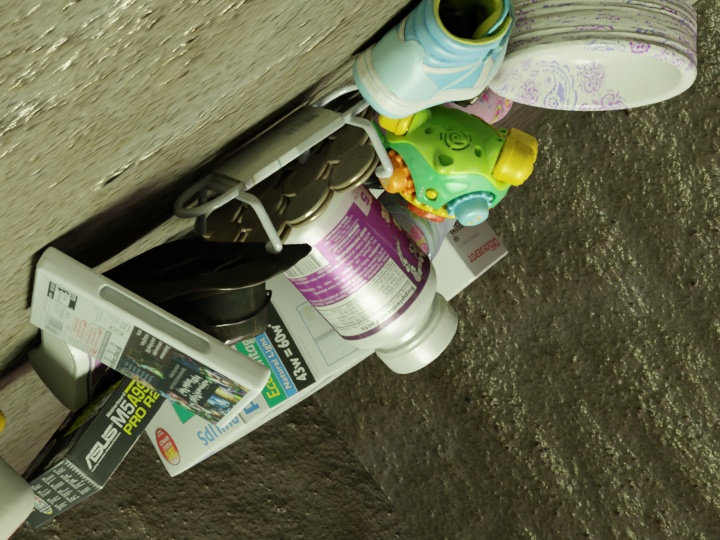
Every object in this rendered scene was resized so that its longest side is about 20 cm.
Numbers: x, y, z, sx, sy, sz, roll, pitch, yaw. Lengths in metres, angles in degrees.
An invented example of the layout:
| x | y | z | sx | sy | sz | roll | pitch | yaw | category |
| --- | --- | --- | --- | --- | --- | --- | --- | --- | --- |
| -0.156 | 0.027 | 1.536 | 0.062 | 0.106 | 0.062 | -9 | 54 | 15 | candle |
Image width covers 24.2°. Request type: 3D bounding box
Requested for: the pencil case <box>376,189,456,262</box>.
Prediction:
| x | y | z | sx | sy | sz | roll | pitch | yaw | category |
| --- | --- | --- | --- | --- | --- | --- | --- | --- | --- |
| 0.056 | -0.056 | 1.686 | 0.200 | 0.083 | 0.091 | -53 | 159 | -62 | pencil case |

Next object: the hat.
| x | y | z | sx | sy | sz | roll | pitch | yaw | category |
| --- | --- | --- | --- | --- | --- | --- | --- | --- | --- |
| -0.130 | 0.029 | 1.350 | 0.199 | 0.081 | 0.201 | -9 | -167 | 2 | hat |

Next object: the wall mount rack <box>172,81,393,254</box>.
| x | y | z | sx | sy | sz | roll | pitch | yaw | category |
| --- | --- | --- | --- | --- | --- | --- | --- | --- | --- |
| -0.068 | -0.078 | 1.369 | 0.200 | 0.075 | 0.174 | -35 | -156 | -19 | wall mount rack |

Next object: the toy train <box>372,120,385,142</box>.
| x | y | z | sx | sy | sz | roll | pitch | yaw | category |
| --- | --- | --- | --- | --- | --- | --- | --- | --- | --- |
| -0.013 | -0.112 | 1.622 | 0.042 | 0.057 | 0.200 | -36 | 177 | -14 | toy train |

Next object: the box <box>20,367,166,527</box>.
| x | y | z | sx | sy | sz | roll | pitch | yaw | category |
| --- | --- | --- | --- | --- | --- | --- | --- | --- | --- |
| -0.242 | 0.146 | 1.547 | 0.161 | 0.044 | 0.200 | -55 | -169 | -30 | box |

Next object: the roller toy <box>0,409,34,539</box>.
| x | y | z | sx | sy | sz | roll | pitch | yaw | category |
| --- | --- | --- | --- | --- | --- | --- | --- | --- | --- |
| -0.389 | 0.218 | 1.463 | 0.200 | 0.140 | 0.182 | -46 | -178 | 19 | roller toy |

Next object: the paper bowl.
| x | y | z | sx | sy | sz | roll | pitch | yaw | category |
| --- | --- | --- | --- | --- | --- | --- | --- | --- | --- |
| 0.217 | -0.227 | 1.583 | 0.199 | 0.105 | 0.201 | 2 | 170 | 0 | paper bowl |

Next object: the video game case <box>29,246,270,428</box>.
| x | y | z | sx | sy | sz | roll | pitch | yaw | category |
| --- | --- | --- | --- | --- | --- | --- | --- | --- | --- |
| -0.165 | 0.055 | 1.268 | 0.023 | 0.181 | 0.200 | -62 | -175 | -18 | video game case |

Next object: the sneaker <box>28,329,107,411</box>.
| x | y | z | sx | sy | sz | roll | pitch | yaw | category |
| --- | --- | --- | --- | --- | --- | --- | --- | --- | --- |
| -0.238 | 0.062 | 1.542 | 0.114 | 0.073 | 0.200 | -39 | 178 | -25 | sneaker |

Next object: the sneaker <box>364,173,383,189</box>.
| x | y | z | sx | sy | sz | roll | pitch | yaw | category |
| --- | --- | --- | --- | --- | --- | --- | --- | --- | --- |
| -0.044 | -0.062 | 1.783 | 0.199 | 0.083 | 0.071 | -38 | 177 | 30 | sneaker |

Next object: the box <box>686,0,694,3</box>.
| x | y | z | sx | sy | sz | roll | pitch | yaw | category |
| --- | --- | --- | --- | --- | --- | --- | --- | --- | --- |
| 0.308 | -0.321 | 1.663 | 0.128 | 0.109 | 0.200 | -36 | 177 | -16 | box |

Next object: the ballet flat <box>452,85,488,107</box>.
| x | y | z | sx | sy | sz | roll | pitch | yaw | category |
| --- | --- | --- | --- | --- | --- | --- | --- | --- | --- |
| 0.085 | -0.182 | 1.540 | 0.067 | 0.071 | 0.200 | -38 | 178 | 3 | ballet flat |

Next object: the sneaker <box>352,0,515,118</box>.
| x | y | z | sx | sy | sz | roll | pitch | yaw | category |
| --- | --- | --- | --- | --- | --- | --- | --- | --- | --- |
| 0.093 | -0.195 | 1.354 | 0.130 | 0.080 | 0.200 | -38 | 179 | 40 | sneaker |

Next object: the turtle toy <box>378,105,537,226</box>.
| x | y | z | sx | sy | sz | roll | pitch | yaw | category |
| --- | --- | --- | --- | --- | --- | --- | --- | --- | --- |
| 0.080 | -0.099 | 1.525 | 0.200 | 0.145 | 0.102 | -50 | 164 | -77 | turtle toy |

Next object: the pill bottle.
| x | y | z | sx | sy | sz | roll | pitch | yaw | category |
| --- | --- | --- | --- | --- | --- | --- | --- | --- | --- |
| 0.000 | 0.000 | 1.539 | 0.112 | 0.200 | 0.113 | -32 | -151 | 20 | pill bottle |

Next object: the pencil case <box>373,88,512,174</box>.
| x | y | z | sx | sy | sz | roll | pitch | yaw | category |
| --- | --- | --- | --- | --- | --- | --- | --- | --- | --- |
| 0.078 | -0.161 | 1.705 | 0.087 | 0.088 | 0.200 | -39 | 176 | 42 | pencil case |

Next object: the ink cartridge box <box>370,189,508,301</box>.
| x | y | z | sx | sy | sz | roll | pitch | yaw | category |
| --- | --- | --- | --- | --- | --- | --- | --- | --- | --- |
| 0.061 | -0.063 | 1.865 | 0.084 | 0.200 | 0.145 | -37 | 178 | 24 | ink cartridge box |

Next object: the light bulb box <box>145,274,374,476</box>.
| x | y | z | sx | sy | sz | roll | pitch | yaw | category |
| --- | --- | --- | --- | --- | --- | --- | --- | --- | --- |
| -0.105 | 0.083 | 1.648 | 0.199 | 0.125 | 0.198 | -28 | 174 | -34 | light bulb box |

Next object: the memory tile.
| x | y | z | sx | sy | sz | roll | pitch | yaw | category |
| --- | --- | --- | --- | --- | --- | --- | --- | --- | --- |
| -0.064 | -0.065 | 1.476 | 0.200 | 0.017 | 0.154 | -38 | -155 | 14 | memory tile |
